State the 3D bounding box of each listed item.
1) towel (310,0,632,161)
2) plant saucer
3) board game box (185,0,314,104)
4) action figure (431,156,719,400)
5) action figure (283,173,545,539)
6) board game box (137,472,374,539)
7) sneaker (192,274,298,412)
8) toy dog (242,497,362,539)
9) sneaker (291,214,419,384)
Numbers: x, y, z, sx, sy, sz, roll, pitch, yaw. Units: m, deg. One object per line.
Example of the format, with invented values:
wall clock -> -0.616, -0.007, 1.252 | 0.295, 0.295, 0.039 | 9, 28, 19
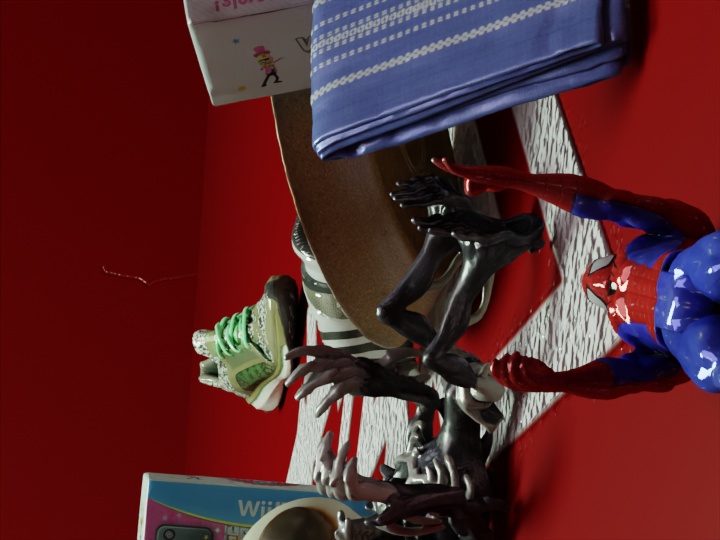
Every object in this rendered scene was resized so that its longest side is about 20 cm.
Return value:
towel -> 0.043, -0.146, 0.798 | 0.024, 0.144, 0.202 | 34, -131, -46
plant saucer -> 0.010, -0.064, 0.990 | 0.200, 0.035, 0.202 | -14, -90, -71
board game box -> -0.015, -0.186, 0.913 | 0.064, 0.146, 0.202 | 80, 180, -59
action figure -> 0.072, 0.006, 0.554 | 0.200, 0.098, 0.066 | -154, 71, -84
action figure -> 0.018, 0.063, 0.872 | 0.119, 0.101, 0.202 | -131, 47, -63
board game box -> -0.067, 0.228, 1.197 | 0.064, 0.146, 0.202 | 157, 118, -82
sneaker -> -0.104, 0.067, 1.770 | 0.201, 0.088, 0.078 | 109, 164, -58
toy dog -> -0.058, 0.214, 1.098 | 0.194, 0.200, 0.139 | 51, -170, 28
sneaker -> 0.000, 0.000, 1.133 | 0.201, 0.075, 0.116 | -74, -19, -64
